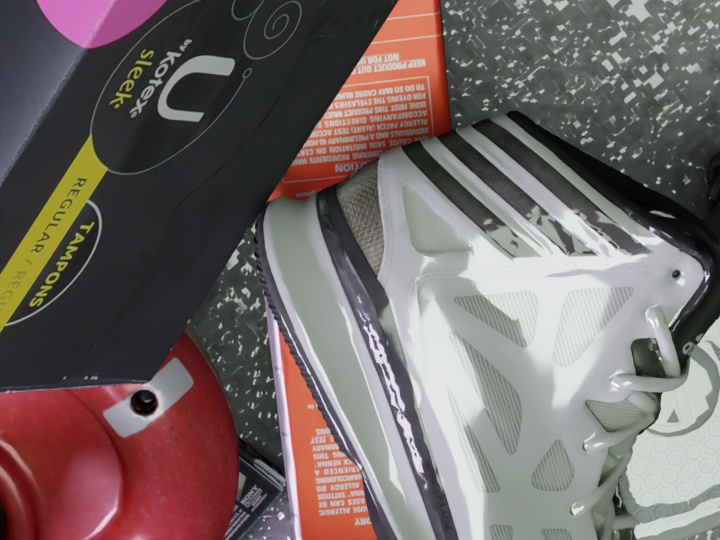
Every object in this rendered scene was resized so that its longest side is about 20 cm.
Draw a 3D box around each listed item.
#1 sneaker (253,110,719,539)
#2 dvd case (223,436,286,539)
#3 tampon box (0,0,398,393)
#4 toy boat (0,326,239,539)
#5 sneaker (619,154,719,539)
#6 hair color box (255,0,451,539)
[{"bbox_3d":[0.062,0.051,0.716,0.115,0.076,0.201,-25,95,11],"label":"sneaker"},{"bbox_3d":[-0.145,0.060,0.865,0.200,0.022,0.146,38,100,-12],"label":"dvd case"},{"bbox_3d":[-0.119,-0.084,0.716,0.200,0.126,0.150,42,110,24],"label":"tampon box"},{"bbox_3d":[-0.130,0.082,0.792,0.200,0.131,0.131,-35,104,7],"label":"toy boat"},{"bbox_3d":[0.119,0.007,0.811,0.200,0.099,0.071,-44,100,-3],"label":"sneaker"},{"bbox_3d":[0.000,0.000,0.813,0.061,0.102,0.201,-6,106,-2],"label":"hair color box"}]
